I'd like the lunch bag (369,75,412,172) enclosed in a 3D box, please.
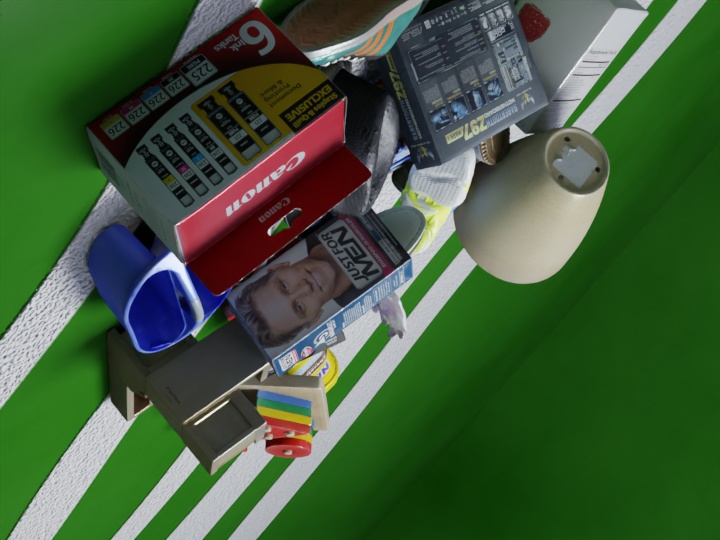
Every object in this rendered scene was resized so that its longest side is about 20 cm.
[{"bbox_3d":[0.036,-0.163,1.461,0.150,0.095,0.200,-32,171,-32],"label":"lunch bag"}]

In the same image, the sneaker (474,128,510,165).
[{"bbox_3d":[0.135,-0.244,1.518,0.071,0.112,0.203,-19,119,-32],"label":"sneaker"}]

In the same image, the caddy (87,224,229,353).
[{"bbox_3d":[-0.200,0.009,1.250,0.141,0.105,0.201,-40,161,-17],"label":"caddy"}]

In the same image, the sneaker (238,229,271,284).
[{"bbox_3d":[-0.143,-0.057,1.331,0.081,0.078,0.201,-4,144,-22],"label":"sneaker"}]

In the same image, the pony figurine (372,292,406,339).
[{"bbox_3d":[-0.011,0.001,1.621,0.198,0.168,0.194,-21,147,-18],"label":"pony figurine"}]

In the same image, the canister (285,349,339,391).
[{"bbox_3d":[-0.111,0.146,1.780,0.148,0.087,0.200,-41,160,-9],"label":"canister"}]

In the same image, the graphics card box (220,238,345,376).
[{"bbox_3d":[-0.103,0.046,1.497,0.124,0.051,0.201,-25,144,-2],"label":"graphics card box"}]

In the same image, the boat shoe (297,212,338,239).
[{"bbox_3d":[-0.045,-0.075,1.438,0.068,0.085,0.200,-19,165,12],"label":"boat shoe"}]

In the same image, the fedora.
[{"bbox_3d":[-0.015,-0.130,1.264,0.200,0.090,0.204,18,90,-76],"label":"fedora"}]

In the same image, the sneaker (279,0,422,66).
[{"bbox_3d":[-0.007,-0.238,1.192,0.199,0.071,0.080,-34,155,-35],"label":"sneaker"}]

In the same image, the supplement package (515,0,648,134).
[{"bbox_3d":[0.256,-0.296,1.559,0.119,0.121,0.201,-14,145,-56],"label":"supplement package"}]

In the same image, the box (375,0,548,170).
[{"bbox_3d":[0.116,-0.226,1.359,0.199,0.160,0.051,-32,-165,-35],"label":"box"}]

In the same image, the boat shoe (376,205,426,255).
[{"bbox_3d":[0.000,0.000,1.440,0.200,0.072,0.061,-39,152,-8],"label":"boat shoe"}]

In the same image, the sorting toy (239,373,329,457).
[{"bbox_3d":[-0.147,0.209,1.669,0.195,0.071,0.201,2,156,2],"label":"sorting toy"}]

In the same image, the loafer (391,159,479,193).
[{"bbox_3d":[0.112,-0.158,1.635,0.200,0.075,0.069,-39,163,-47],"label":"loafer"}]

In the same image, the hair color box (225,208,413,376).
[{"bbox_3d":[-0.045,0.018,1.366,0.199,0.100,0.061,-36,160,-10],"label":"hair color box"}]

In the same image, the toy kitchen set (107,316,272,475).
[{"bbox_3d":[-0.181,0.144,1.433,0.162,0.200,0.181,-34,159,-27],"label":"toy kitchen set"}]

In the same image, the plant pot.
[{"bbox_3d":[0.241,-0.103,1.558,0.186,0.188,0.200,-36,175,-24],"label":"plant pot"}]

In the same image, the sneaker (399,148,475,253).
[{"bbox_3d":[0.101,-0.113,1.503,0.105,0.075,0.201,-52,178,-42],"label":"sneaker"}]

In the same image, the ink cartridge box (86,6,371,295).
[{"bbox_3d":[-0.112,-0.108,1.077,0.199,0.176,0.084,-39,162,-17],"label":"ink cartridge box"}]
